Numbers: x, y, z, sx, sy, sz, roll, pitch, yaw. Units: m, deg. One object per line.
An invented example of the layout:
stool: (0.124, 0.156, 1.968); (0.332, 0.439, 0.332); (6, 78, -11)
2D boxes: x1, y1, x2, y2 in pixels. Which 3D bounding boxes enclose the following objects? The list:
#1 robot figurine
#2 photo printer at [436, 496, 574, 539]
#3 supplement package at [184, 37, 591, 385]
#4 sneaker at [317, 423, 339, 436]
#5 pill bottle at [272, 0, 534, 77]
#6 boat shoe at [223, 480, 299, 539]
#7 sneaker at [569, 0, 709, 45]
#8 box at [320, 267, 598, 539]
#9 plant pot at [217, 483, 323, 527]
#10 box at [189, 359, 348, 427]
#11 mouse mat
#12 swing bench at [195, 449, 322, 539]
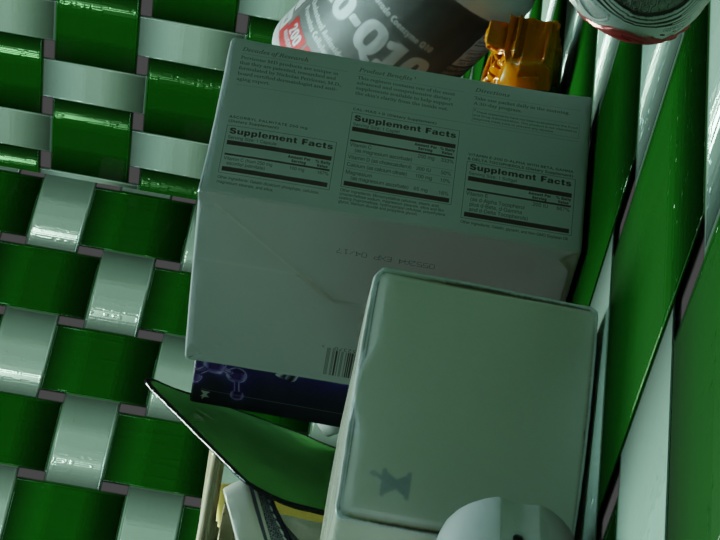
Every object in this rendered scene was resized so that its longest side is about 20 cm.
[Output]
robot figurine: (0.090, -0.076, 1.497); (0.200, 0.058, 0.146); (102, 180, -67)
photo printer: (0.046, 0.205, 0.979); (0.200, 0.069, 0.167); (102, 178, -48)
supplement package: (0.013, -0.022, 1.274); (0.156, 0.199, 0.111); (101, 179, -53)
sneaker: (0.000, 0.000, 1.578); (0.200, 0.147, 0.081); (-45, 10, -30)
pill bottle: (0.043, -0.184, 1.542); (0.200, 0.114, 0.114); (-42, 23, 32)
boat shoe: (-0.009, 0.207, 1.406); (0.075, 0.092, 0.201); (-134, 22, -81)
sneaker: (0.111, -0.181, 0.827); (0.082, 0.077, 0.201); (-137, 56, -87)
box: (0.041, 0.106, 1.125); (0.200, 0.108, 0.128); (102, 177, -63)
plant pot: (-0.050, 0.331, 2.201); (0.194, 0.195, 0.201); (102, 169, -62)
box: (0.002, 0.027, 1.453); (0.141, 0.199, 0.079); (100, 179, -45)
mouse mat: (-0.031, 0.128, 1.474); (0.161, 0.200, 0.008); (38, 102, 51)
swing bench: (-0.045, 0.248, 1.992); (0.200, 0.198, 0.130); (101, 179, -57)
